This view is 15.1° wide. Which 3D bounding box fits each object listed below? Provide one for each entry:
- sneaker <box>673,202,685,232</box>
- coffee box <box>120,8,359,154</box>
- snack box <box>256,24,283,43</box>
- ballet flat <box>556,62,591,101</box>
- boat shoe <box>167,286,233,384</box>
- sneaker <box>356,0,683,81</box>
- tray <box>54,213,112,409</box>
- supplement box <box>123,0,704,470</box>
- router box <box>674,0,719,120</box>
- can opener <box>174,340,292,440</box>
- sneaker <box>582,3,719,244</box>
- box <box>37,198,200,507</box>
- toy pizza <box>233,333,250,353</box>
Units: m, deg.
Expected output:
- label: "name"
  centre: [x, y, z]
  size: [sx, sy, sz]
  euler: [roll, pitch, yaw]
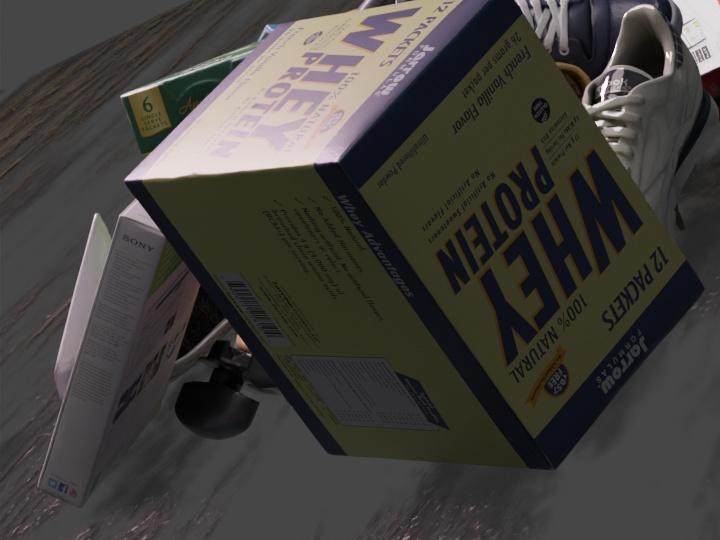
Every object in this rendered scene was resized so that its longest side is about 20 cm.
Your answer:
- label: "sneaker"
  centre: [0.132, -0.052, 1.642]
  size: [0.089, 0.067, 0.200]
  euler: [-22, 16, 1]
- label: "coffee box"
  centre: [-0.052, -0.126, 1.726]
  size: [0.122, 0.044, 0.200]
  euler: [-15, 7, 28]
- label: "snack box"
  centre: [-0.061, -0.084, 1.926]
  size: [0.116, 0.037, 0.200]
  euler: [-7, -46, -49]
- label: "ballet flat"
  centre: [0.069, -0.084, 1.557]
  size: [0.063, 0.069, 0.200]
  euler: [-34, -3, 37]
- label: "boat shoe"
  centre: [-0.088, -0.004, 1.842]
  size: [0.200, 0.072, 0.068]
  euler: [-44, 9, -21]
- label: "sneaker"
  centre: [0.089, -0.147, 1.651]
  size: [0.199, 0.109, 0.070]
  euler: [-14, 53, 23]
- label: "tray"
  centre: [-0.173, 0.041, 1.765]
  size: [0.200, 0.022, 0.108]
  euler: [104, 180, -74]
- label: "supplement box"
  centre: [0.026, -0.018, 1.373]
  size: [0.134, 0.200, 0.199]
  euler: [-47, 24, -26]
- label: "router box"
  centre: [0.177, -0.167, 1.817]
  size: [0.179, 0.049, 0.201]
  euler: [-26, 48, 10]
- label: "can opener"
  centre: [-0.044, 0.072, 1.604]
  size: [0.200, 0.052, 0.067]
  euler: [-8, 59, 61]
- label: "sneaker"
  centre: [0.140, -0.055, 1.502]
  size: [0.076, 0.081, 0.201]
  euler: [1, 50, 24]
- label: "box"
  centre: [-0.137, 0.030, 1.682]
  size: [0.144, 0.036, 0.201]
  euler: [-54, -14, -63]
- label: "toy pizza"
  centre: [0.000, 0.000, 1.803]
  size: [0.199, 0.032, 0.200]
  euler: [-27, 13, 7]
